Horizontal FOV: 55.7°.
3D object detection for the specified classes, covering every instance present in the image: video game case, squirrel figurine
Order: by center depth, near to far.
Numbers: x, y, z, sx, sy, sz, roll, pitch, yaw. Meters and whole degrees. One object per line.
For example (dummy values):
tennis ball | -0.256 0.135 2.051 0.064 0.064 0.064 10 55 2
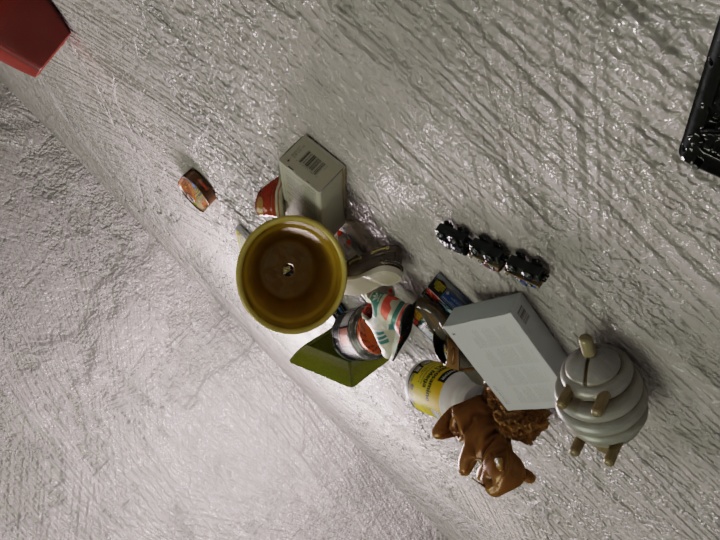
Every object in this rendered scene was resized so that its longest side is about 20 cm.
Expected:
squirrel figurine | 0.255 0.307 1.251 0.140 0.202 0.187 34 -172 -20
video game case | -0.292 -0.031 2.001 0.181 0.023 0.201 42 162 10

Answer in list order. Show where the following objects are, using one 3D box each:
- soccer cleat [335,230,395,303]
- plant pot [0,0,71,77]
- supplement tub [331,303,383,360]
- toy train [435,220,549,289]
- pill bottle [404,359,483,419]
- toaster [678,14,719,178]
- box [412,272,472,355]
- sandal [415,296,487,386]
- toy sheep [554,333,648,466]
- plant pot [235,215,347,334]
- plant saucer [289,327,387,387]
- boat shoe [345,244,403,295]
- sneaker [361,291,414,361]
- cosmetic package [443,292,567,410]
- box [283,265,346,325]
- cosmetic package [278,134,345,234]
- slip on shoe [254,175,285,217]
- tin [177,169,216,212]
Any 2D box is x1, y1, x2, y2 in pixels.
soccer cleat | 0.000 0.000 1.379 0.201 0.069 0.078 49 168 9
plant pot | -0.871 -0.620 1.766 0.176 0.202 0.198 41 165 -27
supplement tub | 0.012 0.142 1.552 0.123 0.123 0.199 46 162 -7
toy train | 0.186 -0.020 0.975 0.198 0.034 0.046 29 160 41
pill bottle | 0.188 0.261 1.438 0.113 0.113 0.199 52 160 -22
toaster | 0.298 -0.124 0.383 0.179 0.119 0.202 33 159 29
box | 0.159 0.092 1.259 0.137 0.040 0.200 44 162 7
sandal | 0.156 0.134 1.204 0.201 0.055 0.081 52 160 -18
toy sheep | 0.325 0.171 0.927 0.137 0.137 0.204 22 141 48
plant pot | -0.131 0.003 1.260 0.201 0.201 0.189 47 176 -8
plant saucer | -0.047 0.203 1.718 0.196 0.198 0.049 17 115 29
boat shoe | 0.006 0.000 1.280 0.071 0.061 0.198 24 155 -33
sneaker | 0.049 0.103 1.331 0.092 0.071 0.201 29 154 14
cosmetic package | 0.246 0.136 1.092 0.149 0.052 0.201 -19 116 50
box | -0.124 0.065 1.801 0.198 0.046 0.160 17 147 54
cosmetic package | -0.085 -0.141 1.243 0.103 0.073 0.201 39 161 14
slip on shoe | -0.178 -0.145 1.360 0.200 0.059 0.076 -102 9 -74
tin | -0.465 -0.226 1.941 0.113 0.042 0.199 53 161 -10
